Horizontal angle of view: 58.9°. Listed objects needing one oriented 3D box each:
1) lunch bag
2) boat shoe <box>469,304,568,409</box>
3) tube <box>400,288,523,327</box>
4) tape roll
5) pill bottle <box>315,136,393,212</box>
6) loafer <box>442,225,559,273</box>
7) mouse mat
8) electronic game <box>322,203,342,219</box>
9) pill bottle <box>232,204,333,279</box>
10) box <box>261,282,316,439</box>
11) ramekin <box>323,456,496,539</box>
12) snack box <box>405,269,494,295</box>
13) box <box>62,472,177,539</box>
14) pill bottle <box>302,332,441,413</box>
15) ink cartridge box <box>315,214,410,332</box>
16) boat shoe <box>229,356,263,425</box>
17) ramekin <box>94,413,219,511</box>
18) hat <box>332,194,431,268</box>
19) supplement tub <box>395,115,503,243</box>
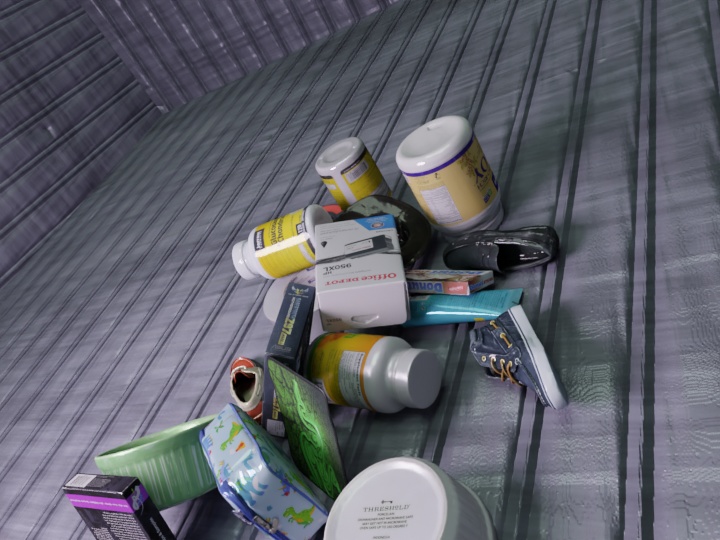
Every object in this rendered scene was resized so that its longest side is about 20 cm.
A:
[{"bbox_3d":[-0.134,0.284,0.879,0.082,0.161,0.200,-45,31,-9],"label":"lunch bag"},{"bbox_3d":[0.209,0.129,0.861,0.090,0.071,0.201,-29,25,11],"label":"boat shoe"},{"bbox_3d":[0.156,0.059,1.023,0.199,0.051,0.078,-7,35,31],"label":"tube"},{"bbox_3d":[-0.090,0.047,1.247,0.199,0.066,0.201,-24,34,17],"label":"tape roll"},{"bbox_3d":[0.001,-0.164,1.319,0.111,0.201,0.112,-23,32,16],"label":"pill bottle"},{"bbox_3d":[0.225,-0.029,1.053,0.199,0.068,0.071,-8,29,30],"label":"loafer"},{"bbox_3d":[-0.071,0.223,0.873,0.007,0.201,0.161,-25,24,-30],"label":"mouse mat"},{"bbox_3d":[-0.111,-0.084,1.466,0.199,0.042,0.201,-24,33,17],"label":"electronic game"},{"bbox_3d":[-0.151,-0.048,1.263,0.199,0.112,0.112,-19,34,23],"label":"pill bottle"},{"bbox_3d":[-0.115,0.145,1.020,0.051,0.201,0.158,11,40,0],"label":"box"},{"bbox_3d":[0.048,0.310,0.734,0.201,0.094,0.203,-24,33,17],"label":"ramekin"},{"bbox_3d":[0.125,0.019,1.090,0.072,0.025,0.199,-19,13,-42],"label":"snack box"},{"bbox_3d":[-0.316,0.372,0.889,0.142,0.201,0.036,-9,22,34],"label":"box"},{"bbox_3d":[0.017,0.153,0.958,0.199,0.111,0.111,-1,44,42],"label":"pill bottle"},{"bbox_3d":[0.000,0.000,1.063,0.143,0.085,0.201,-8,37,1],"label":"ink cartridge box"},{"bbox_3d":[-0.202,0.205,1.141,0.071,0.063,0.200,-38,30,-3],"label":"boat shoe"},{"bbox_3d":[-0.294,0.300,0.983,0.199,0.098,0.200,-17,-5,-2],"label":"ramekin"},{"bbox_3d":[0.041,-0.052,1.234,0.199,0.081,0.202,-5,52,7],"label":"hat"},{"bbox_3d":[0.168,-0.161,1.159,0.145,0.200,0.146,-24,33,17],"label":"supplement tub"}]
